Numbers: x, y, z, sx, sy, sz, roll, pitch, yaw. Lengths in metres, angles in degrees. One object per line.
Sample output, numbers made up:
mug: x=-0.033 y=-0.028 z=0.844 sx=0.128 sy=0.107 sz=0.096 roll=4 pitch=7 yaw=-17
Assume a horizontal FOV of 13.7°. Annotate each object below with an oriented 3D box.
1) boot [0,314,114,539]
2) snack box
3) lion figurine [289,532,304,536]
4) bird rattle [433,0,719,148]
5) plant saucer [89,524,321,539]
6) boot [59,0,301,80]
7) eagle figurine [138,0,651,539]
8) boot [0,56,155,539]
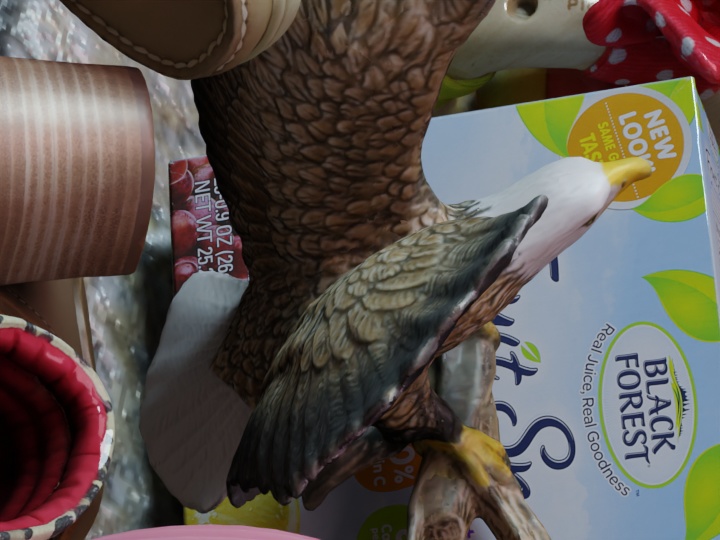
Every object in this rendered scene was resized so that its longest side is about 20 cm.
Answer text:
boot: x=-0.168 y=0.053 z=0.654 sx=0.203 sy=0.153 sz=0.074 roll=1 pitch=71 yaw=-50
snack box: x=0.033 y=0.056 z=0.891 sx=0.068 sy=0.168 sz=0.201 roll=53 pitch=32 yaw=-66
lion figurine: x=-0.051 y=0.124 z=0.785 sx=0.123 sy=0.199 sz=0.073 roll=66 pitch=31 yaw=-54
bird rattle: x=0.071 y=-0.076 z=1.001 sx=0.163 sy=0.199 sz=0.113 roll=43 pitch=38 yaw=-66
plant saucer: x=-0.036 y=0.131 z=0.698 sx=0.201 sy=0.200 sz=0.051 roll=46 pitch=24 yaw=-28
boot: x=-0.115 y=-0.095 z=0.662 sx=0.200 sy=0.072 sz=0.155 roll=47 pitch=41 yaw=-8
eagle figurine: x=0.006 y=-0.005 z=0.772 sx=0.151 sy=0.151 sz=0.200 roll=-54 pitch=153 yaw=-12
boot: x=-0.140 y=0.019 z=0.756 sx=0.154 sy=0.200 sz=0.077 roll=-2 pitch=58 yaw=-15
